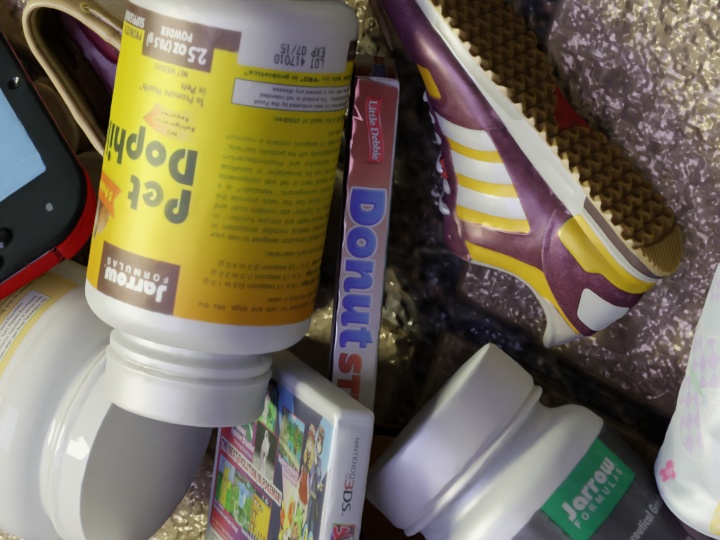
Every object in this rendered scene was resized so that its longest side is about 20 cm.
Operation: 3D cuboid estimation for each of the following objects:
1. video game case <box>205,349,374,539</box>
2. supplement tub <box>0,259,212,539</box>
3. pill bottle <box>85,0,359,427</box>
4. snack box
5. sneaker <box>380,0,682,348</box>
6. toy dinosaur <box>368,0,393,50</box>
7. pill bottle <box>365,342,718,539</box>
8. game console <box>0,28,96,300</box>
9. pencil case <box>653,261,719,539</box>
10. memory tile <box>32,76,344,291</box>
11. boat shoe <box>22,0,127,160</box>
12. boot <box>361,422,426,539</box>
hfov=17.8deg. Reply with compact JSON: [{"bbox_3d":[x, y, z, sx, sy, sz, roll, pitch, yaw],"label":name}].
[{"bbox_3d":[-0.041,0.136,1.122,0.200,0.023,0.183,-151,67,-71],"label":"video game case"},{"bbox_3d":[-0.191,0.057,1.231,0.199,0.145,0.146,22,118,25],"label":"supplement tub"},{"bbox_3d":[-0.068,-0.034,1.072,0.109,0.109,0.201,15,103,27],"label":"pill bottle"},{"bbox_3d":[0.000,0.000,1.119,0.024,0.072,0.201,4,103,-1],"label":"snack box"},{"bbox_3d":[0.057,-0.055,1.077,0.090,0.075,0.200,-40,84,30],"label":"sneaker"},{"bbox_3d":[-0.061,-0.183,1.126,0.199,0.060,0.107,15,138,34],"label":"toy dinosaur"},{"bbox_3d":[0.102,0.136,1.081,0.200,0.113,0.113,43,125,-1],"label":"pill bottle"},{"bbox_3d":[-0.244,-0.049,1.201,0.176,0.031,0.200,-31,58,-4],"label":"game console"},{"bbox_3d":[0.194,0.027,1.014,0.091,0.083,0.201,-116,35,-54],"label":"pencil case"},{"bbox_3d":[-0.093,-0.055,1.208,0.200,0.017,0.153,47,125,8],"label":"memory tile"},{"bbox_3d":[-0.101,-0.063,1.158,0.200,0.066,0.074,51,126,4],"label":"boat shoe"},{"bbox_3d":[0.006,0.179,1.203,0.187,0.068,0.201,3,109,32],"label":"boot"}]
